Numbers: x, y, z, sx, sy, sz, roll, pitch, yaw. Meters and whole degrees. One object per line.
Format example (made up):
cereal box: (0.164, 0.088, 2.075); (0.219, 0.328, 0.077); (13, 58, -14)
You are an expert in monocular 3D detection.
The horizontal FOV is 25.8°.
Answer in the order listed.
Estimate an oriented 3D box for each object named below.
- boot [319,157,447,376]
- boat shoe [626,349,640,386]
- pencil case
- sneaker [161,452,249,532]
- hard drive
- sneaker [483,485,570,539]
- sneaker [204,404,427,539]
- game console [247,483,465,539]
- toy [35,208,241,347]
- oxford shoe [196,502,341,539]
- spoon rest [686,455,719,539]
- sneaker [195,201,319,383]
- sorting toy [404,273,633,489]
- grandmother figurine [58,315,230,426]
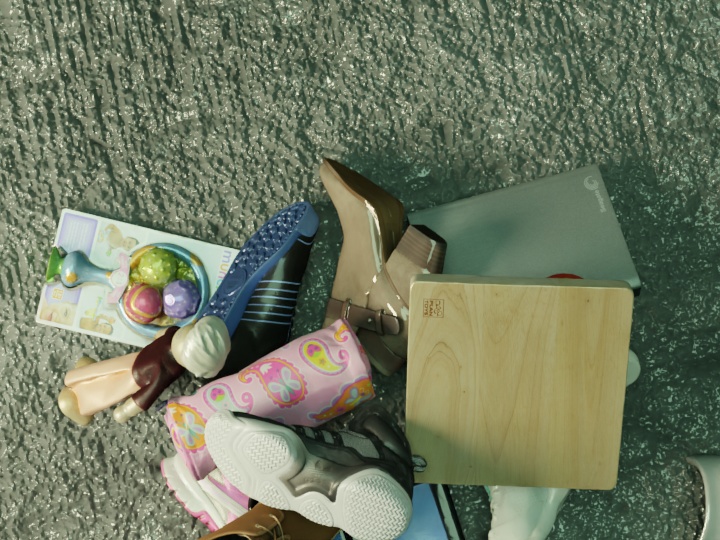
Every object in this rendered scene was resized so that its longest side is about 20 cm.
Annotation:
boot: (0.000, 0.000, 1.525); (0.200, 0.070, 0.147); (41, 113, 39)
boat shoe: (0.168, 0.086, 1.523); (0.197, 0.072, 0.069); (-8, 47, 5)
pencil case: (-0.085, 0.118, 1.457); (0.198, 0.087, 0.088); (-25, 84, -4)
sneaker: (-0.099, 0.235, 1.493); (0.088, 0.081, 0.201); (-39, 85, -3)
hard drive: (0.157, -0.015, 1.529); (0.197, 0.033, 0.141); (-15, 64, -2)
sneaker: (0.146, 0.222, 1.505); (0.088, 0.075, 0.201); (28, 73, 9)
sneaker: (-0.036, 0.162, 1.407); (0.198, 0.114, 0.076); (24, 123, 6)
game console: (0.011, 0.275, 1.467); (0.170, 0.119, 0.202); (-19, 84, 8)
toy: (-0.211, 0.015, 1.536); (0.197, 0.047, 0.117); (13, 84, 2)
oxford shoe: (-0.083, 0.240, 1.393); (0.199, 0.071, 0.072); (-26, 84, -26)
spoon rest: (0.339, 0.278, 1.500); (0.098, 0.061, 0.203); (-2, 82, 0)
sneaker: (-0.092, 0.029, 1.531); (0.078, 0.070, 0.201); (45, 71, -31)
sorting toy: (0.140, 0.092, 1.440); (0.196, 0.070, 0.203); (2, 113, 2)
grandmother figurine: (-0.198, 0.091, 1.459); (0.060, 0.199, 0.122); (41, 43, -31)
